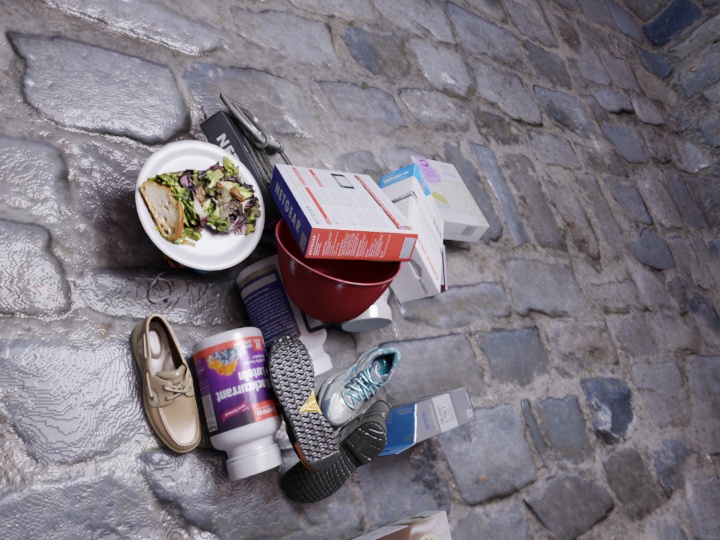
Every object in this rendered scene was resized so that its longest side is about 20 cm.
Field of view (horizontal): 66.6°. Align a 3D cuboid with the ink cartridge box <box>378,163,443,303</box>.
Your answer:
[{"bbox_3d":[0.088,-0.068,0.992,0.148,0.082,0.203,57,30,-34],"label":"ink cartridge box"}]

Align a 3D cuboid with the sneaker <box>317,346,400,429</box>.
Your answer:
[{"bbox_3d":[0.001,0.197,0.977,0.078,0.086,0.200,52,50,-5],"label":"sneaker"}]

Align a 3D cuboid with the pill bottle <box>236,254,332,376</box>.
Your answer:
[{"bbox_3d":[-0.123,0.085,0.913,0.114,0.115,0.205,-15,80,-39],"label":"pill bottle"}]

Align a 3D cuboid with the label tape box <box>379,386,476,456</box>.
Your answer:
[{"bbox_3d":[0.087,0.269,0.973,0.196,0.143,0.065,-7,75,-38],"label":"label tape box"}]

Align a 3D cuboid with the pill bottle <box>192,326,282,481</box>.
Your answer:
[{"bbox_3d":[-0.179,0.199,0.824,0.109,0.111,0.206,-7,75,-38],"label":"pill bottle"}]

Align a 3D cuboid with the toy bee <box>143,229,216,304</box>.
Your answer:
[{"bbox_3d":[-0.271,-0.049,0.860,0.107,0.134,0.198,28,31,32],"label":"toy bee"}]

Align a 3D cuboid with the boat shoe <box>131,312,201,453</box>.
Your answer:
[{"bbox_3d":[-0.279,0.163,0.795,0.070,0.064,0.205,-19,83,-40],"label":"boat shoe"}]

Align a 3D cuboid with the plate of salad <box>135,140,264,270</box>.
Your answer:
[{"bbox_3d":[-0.228,-0.103,0.812,0.195,0.048,0.206,13,66,-31],"label":"plate of salad"}]

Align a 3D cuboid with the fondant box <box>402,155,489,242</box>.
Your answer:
[{"bbox_3d":[0.188,-0.163,1.251,0.141,0.059,0.203,3,49,-36],"label":"fondant box"}]

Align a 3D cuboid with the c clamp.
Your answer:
[{"bbox_3d":[-0.179,-0.251,1.000,0.172,0.027,0.200,51,9,3],"label":"c clamp"}]

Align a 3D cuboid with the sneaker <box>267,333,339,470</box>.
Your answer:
[{"bbox_3d":[-0.098,0.201,0.825,0.068,0.090,0.205,-15,76,-28],"label":"sneaker"}]

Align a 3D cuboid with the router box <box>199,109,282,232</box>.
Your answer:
[{"bbox_3d":[-0.186,-0.166,0.957,0.203,0.050,0.149,60,8,1],"label":"router box"}]

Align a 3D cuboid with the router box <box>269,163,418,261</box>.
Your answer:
[{"bbox_3d":[-0.031,-0.092,0.848,0.175,0.050,0.201,2,34,-28],"label":"router box"}]

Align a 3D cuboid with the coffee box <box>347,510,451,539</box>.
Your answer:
[{"bbox_3d":[0.061,0.484,0.906,0.195,0.079,0.118,0,71,-37],"label":"coffee box"}]

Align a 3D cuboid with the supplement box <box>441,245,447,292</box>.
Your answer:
[{"bbox_3d":[0.099,-0.026,1.140,0.197,0.060,0.112,24,57,-41],"label":"supplement box"}]

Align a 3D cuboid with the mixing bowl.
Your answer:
[{"bbox_3d":[-0.044,0.006,0.839,0.194,0.111,0.202,14,30,-8],"label":"mixing bowl"}]

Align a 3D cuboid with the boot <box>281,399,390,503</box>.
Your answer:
[{"bbox_3d":[-0.031,0.298,0.908,0.069,0.197,0.131,57,5,0],"label":"boot"}]

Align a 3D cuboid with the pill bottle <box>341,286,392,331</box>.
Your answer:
[{"bbox_3d":[0.000,0.000,1.001,0.114,0.116,0.206,7,68,-34],"label":"pill bottle"}]
